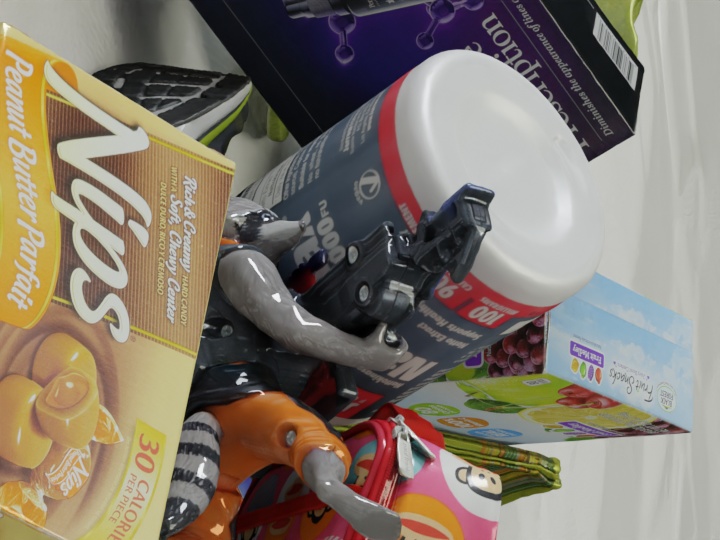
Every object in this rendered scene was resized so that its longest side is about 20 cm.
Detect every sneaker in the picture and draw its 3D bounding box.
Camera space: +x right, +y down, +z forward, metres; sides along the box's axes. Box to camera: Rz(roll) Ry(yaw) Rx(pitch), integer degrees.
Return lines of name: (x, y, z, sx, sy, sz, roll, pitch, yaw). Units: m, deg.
sneaker: (-0.100, -0.031, 1.212, 0.200, 0.073, 0.081, -58, 153, -55)

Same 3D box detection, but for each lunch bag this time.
lunch bag: (-0.008, 0.139, 1.173, 0.200, 0.081, 0.177, -29, -140, 68)

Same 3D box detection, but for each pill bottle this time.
pill bottle: (0.000, 0.000, 1.224, 0.119, 0.200, 0.120, 29, 44, -32)

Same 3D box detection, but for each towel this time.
towel: (0.015, 0.104, 1.416, 0.199, 0.086, 0.018, 16, 56, -49)

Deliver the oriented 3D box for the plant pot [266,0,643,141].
plant pot: (0.061, -0.146, 1.468, 0.200, 0.183, 0.202, 14, 90, -88)

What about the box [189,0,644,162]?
box: (0.020, -0.121, 1.282, 0.200, 0.141, 0.079, 52, 25, -18)

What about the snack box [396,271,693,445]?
snack box: (0.046, 0.046, 1.391, 0.168, 0.199, 0.068, 23, 67, -55)

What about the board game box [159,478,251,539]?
board game box: (-0.077, 0.149, 1.314, 0.201, 0.029, 0.135, 71, 24, -47)

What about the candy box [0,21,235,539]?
candy box: (-0.121, 0.019, 1.027, 0.115, 0.055, 0.201, 31, 47, -26)

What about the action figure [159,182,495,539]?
action figure: (-0.035, 0.035, 1.096, 0.104, 0.200, 0.194, 23, 36, -30)
